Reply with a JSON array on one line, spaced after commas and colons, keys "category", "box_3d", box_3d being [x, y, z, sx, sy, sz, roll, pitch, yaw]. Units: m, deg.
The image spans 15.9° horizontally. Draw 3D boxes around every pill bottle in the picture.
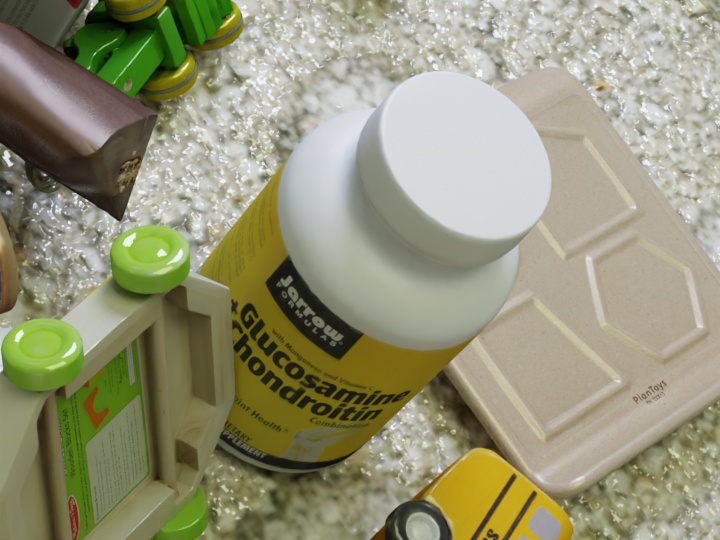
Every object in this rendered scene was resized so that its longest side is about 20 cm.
[{"category": "pill bottle", "box_3d": [0.000, 0.000, 1.120, 0.111, 0.200, 0.113, 14, 55, -21]}]

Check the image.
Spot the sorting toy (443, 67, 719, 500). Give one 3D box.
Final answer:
[{"category": "sorting toy", "box_3d": [0.093, 0.004, 1.283, 0.185, 0.037, 0.200, -28, 74, -38]}]

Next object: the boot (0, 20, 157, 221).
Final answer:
[{"category": "boot", "box_3d": [-0.176, -0.093, 1.072, 0.200, 0.064, 0.186, 40, 13, 1]}]

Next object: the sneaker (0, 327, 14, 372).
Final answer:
[{"category": "sneaker", "box_3d": [-0.201, 0.034, 1.032, 0.199, 0.075, 0.100, -9, 66, -46]}]

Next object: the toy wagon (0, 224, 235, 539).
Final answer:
[{"category": "toy wagon", "box_3d": [-0.118, 0.080, 1.042, 0.039, 0.156, 0.200, 23, 45, 27]}]

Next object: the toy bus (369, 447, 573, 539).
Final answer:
[{"category": "toy bus", "box_3d": [0.013, 0.167, 1.116, 0.078, 0.065, 0.200, 40, 50, -5]}]

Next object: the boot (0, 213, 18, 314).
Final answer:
[{"category": "boot", "box_3d": [-0.254, -0.025, 1.076, 0.200, 0.074, 0.154, 42, 48, 15]}]

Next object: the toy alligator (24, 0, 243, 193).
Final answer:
[{"category": "toy alligator", "box_3d": [-0.113, -0.110, 1.223, 0.054, 0.060, 0.200, 14, 49, 35]}]

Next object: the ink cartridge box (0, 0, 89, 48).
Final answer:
[{"category": "ink cartridge box", "box_3d": [-0.193, -0.200, 1.164, 0.199, 0.145, 0.084, 35, 49, -7]}]
